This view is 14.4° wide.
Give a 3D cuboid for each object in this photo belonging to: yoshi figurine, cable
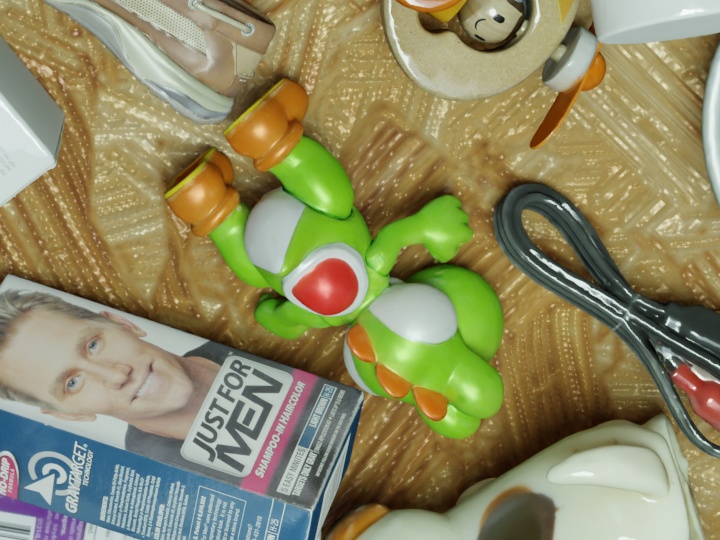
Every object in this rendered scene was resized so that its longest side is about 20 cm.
[{"bbox_3d":[0.001,-0.002,1.472,0.200,0.112,0.112,46,68,-3],"label":"yoshi figurine"},{"bbox_3d":[0.148,0.034,1.490,0.199,0.050,0.097,26,68,-4],"label":"cable"}]

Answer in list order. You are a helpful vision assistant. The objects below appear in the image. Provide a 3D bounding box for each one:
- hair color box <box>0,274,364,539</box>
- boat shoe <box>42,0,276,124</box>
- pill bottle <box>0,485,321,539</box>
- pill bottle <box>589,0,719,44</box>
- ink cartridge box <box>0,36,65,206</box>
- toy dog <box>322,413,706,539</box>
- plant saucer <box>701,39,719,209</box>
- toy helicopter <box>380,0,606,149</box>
[{"bbox_3d":[-0.108,0.081,1.452,0.199,0.100,0.061,17,129,6],"label":"hair color box"},{"bbox_3d":[-0.125,-0.158,1.413,0.200,0.076,0.072,39,101,-23],"label":"boat shoe"},{"bbox_3d":[-0.125,0.153,1.499,0.199,0.111,0.112,10,109,-6],"label":"pill bottle"},{"bbox_3d":[0.140,-0.213,1.342,0.114,0.114,0.201,-8,88,1],"label":"pill bottle"},{"bbox_3d":[-0.270,-0.061,1.432,0.200,0.084,0.145,-36,107,11],"label":"ink cartridge box"},{"bbox_3d":[0.080,0.162,1.467,0.199,0.194,0.140,-19,73,8],"label":"toy dog"},{"bbox_3d":[0.266,-0.080,1.450,0.199,0.050,0.201,-1,101,-7],"label":"plant saucer"},{"bbox_3d":[0.105,-0.151,1.420,0.200,0.079,0.133,-31,102,-4],"label":"toy helicopter"}]
